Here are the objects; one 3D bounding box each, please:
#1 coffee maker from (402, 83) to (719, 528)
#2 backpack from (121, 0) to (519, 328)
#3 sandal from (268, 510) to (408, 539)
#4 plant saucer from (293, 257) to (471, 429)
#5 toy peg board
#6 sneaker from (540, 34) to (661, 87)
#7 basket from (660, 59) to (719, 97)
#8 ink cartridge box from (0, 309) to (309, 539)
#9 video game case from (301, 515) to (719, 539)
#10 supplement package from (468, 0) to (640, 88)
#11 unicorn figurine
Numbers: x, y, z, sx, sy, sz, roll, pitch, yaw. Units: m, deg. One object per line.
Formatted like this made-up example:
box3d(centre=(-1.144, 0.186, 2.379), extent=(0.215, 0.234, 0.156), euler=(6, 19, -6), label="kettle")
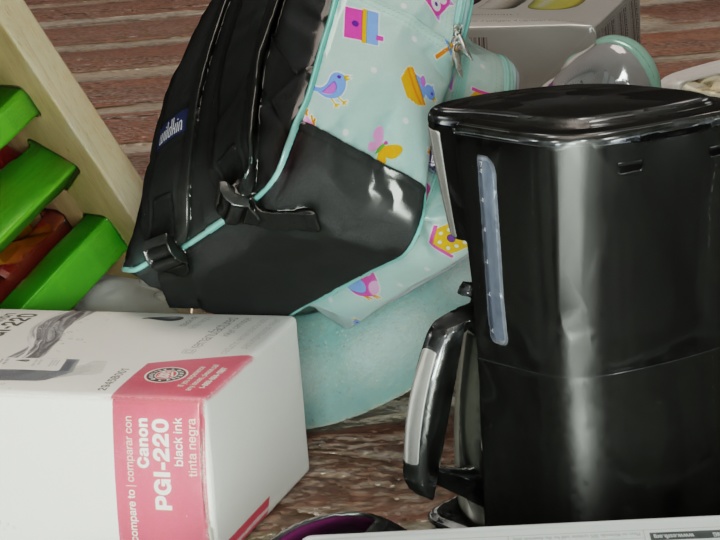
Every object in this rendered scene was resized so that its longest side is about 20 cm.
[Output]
box3d(centre=(0.117, 0.024, 1.040), extent=(0.192, 0.200, 0.135), euler=(6, 17, 31), label="coffee maker")
box3d(centre=(-0.013, -0.081, 1.177), extent=(0.153, 0.200, 0.176), euler=(19, -29, -24), label="backpack")
box3d(centre=(-0.023, 0.129, 0.952), extent=(0.200, 0.048, 0.075), euler=(-13, 17, -36), label="sandal")
box3d(centre=(0.000, 0.000, 1.284), extent=(0.201, 0.039, 0.201), euler=(-25, 31, 16), label="plant saucer")
box3d(centre=(-0.224, -0.054, 1.266), extent=(0.199, 0.200, 0.098), euler=(7, 47, 48), label="toy peg board")
box3d(centre=(0.089, -0.040, 1.363), extent=(0.078, 0.200, 0.140), euler=(37, 24, 16), label="sneaker")
box3d(centre=(0.284, -0.061, 1.509), extent=(0.200, 0.136, 0.123), euler=(-15, 23, -42), label="basket")
box3d(centre=(-0.141, 0.074, 1.130), extent=(0.200, 0.085, 0.146), euler=(0, 14, 16), label="ink cartridge box")
box3d(centre=(0.079, 0.145, 0.848), extent=(0.200, 0.023, 0.182), euler=(-2, 26, -1), label="video game case")
box3d(centre=(0.099, -0.125, 1.768), extent=(0.191, 0.147, 0.200), euler=(1, 15, 15), label="supplement package")
box3d(centre=(-0.133, 0.024, 1.336), extent=(0.137, 0.074, 0.200), euler=(-16, 25, 18), label="unicorn figurine")
